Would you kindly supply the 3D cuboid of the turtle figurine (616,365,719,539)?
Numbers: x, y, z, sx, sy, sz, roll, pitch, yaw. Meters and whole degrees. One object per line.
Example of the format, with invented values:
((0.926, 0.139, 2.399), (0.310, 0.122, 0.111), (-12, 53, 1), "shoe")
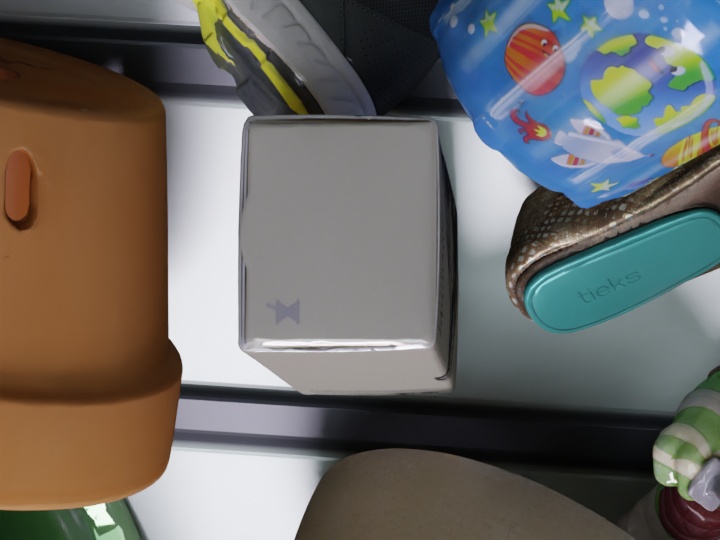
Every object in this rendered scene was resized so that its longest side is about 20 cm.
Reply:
((0.177, 0.103, 0.874), (0.143, 0.201, 0.194), (-10, 149, -26), "turtle figurine")

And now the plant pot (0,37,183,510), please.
((-0.156, -0.012, 0.838), (0.198, 0.200, 0.141), (13, 103, -3), "plant pot")

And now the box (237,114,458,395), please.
((0.000, 0.000, 0.813), (0.068, 0.200, 0.083), (0, 84, 4), "box")

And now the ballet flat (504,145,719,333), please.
((0.147, -0.038, 0.858), (0.198, 0.066, 0.071), (-17, 134, 12), "ballet flat")

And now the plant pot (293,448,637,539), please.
((0.040, 0.189, 0.903), (0.199, 0.135, 0.201), (22, 148, 14), "plant pot")

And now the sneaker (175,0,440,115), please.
((-0.043, -0.138, 0.825), (0.084, 0.074, 0.201), (-38, 97, -22), "sneaker")

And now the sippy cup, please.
((0.099, -0.095, 0.748), (0.130, 0.139, 0.178), (-40, 85, 34), "sippy cup")

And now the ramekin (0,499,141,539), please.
((-0.169, 0.164, 0.926), (0.097, 0.200, 0.201), (-14, 117, 21), "ramekin")
